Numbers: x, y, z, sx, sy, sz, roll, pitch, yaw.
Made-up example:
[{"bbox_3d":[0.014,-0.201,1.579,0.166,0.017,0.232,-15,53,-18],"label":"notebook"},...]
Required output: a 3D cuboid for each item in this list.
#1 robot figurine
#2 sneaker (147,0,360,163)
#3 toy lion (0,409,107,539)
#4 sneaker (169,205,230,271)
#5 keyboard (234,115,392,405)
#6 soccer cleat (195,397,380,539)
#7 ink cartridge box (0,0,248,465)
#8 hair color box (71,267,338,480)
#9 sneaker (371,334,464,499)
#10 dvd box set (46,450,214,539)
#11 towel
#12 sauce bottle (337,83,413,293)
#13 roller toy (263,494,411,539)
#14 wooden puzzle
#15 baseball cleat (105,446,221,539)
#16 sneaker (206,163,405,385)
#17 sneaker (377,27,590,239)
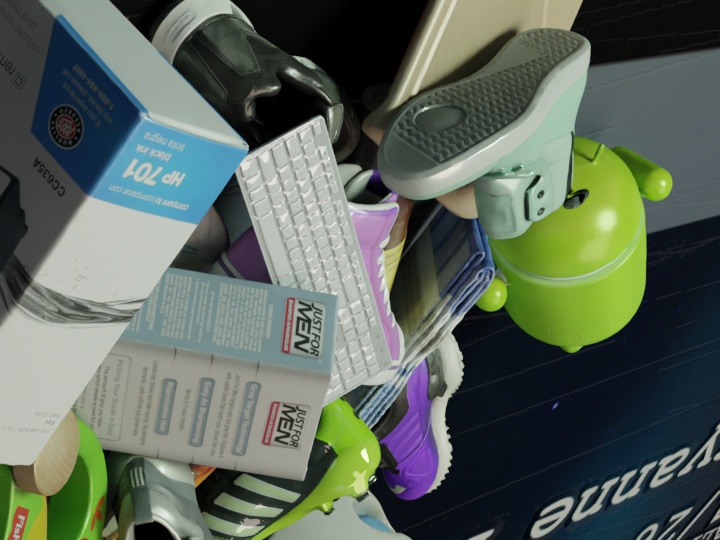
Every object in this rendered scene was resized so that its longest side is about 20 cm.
[{"bbox_3d":[0.154,-0.020,1.366,0.175,0.116,0.200,-32,150,-7],"label":"robot figurine"},{"bbox_3d":[-0.042,-0.086,1.043,0.067,0.091,0.200,-47,152,6],"label":"sneaker"},{"bbox_3d":[-0.179,0.180,0.999,0.192,0.068,0.202,44,57,-68],"label":"toy lion"},{"bbox_3d":[-0.123,-0.047,1.009,0.080,0.070,0.201,-33,150,-16],"label":"sneaker"},{"bbox_3d":[-0.024,0.000,1.038,0.056,0.011,0.201,-34,136,-18],"label":"keyboard"},{"bbox_3d":[-0.081,0.147,1.214,0.199,0.081,0.068,-30,-173,9],"label":"soccer cleat"},{"bbox_3d":[-0.170,-0.029,0.884,0.201,0.146,0.086,-53,149,14],"label":"ink cartridge box"},{"bbox_3d":[-0.118,0.051,1.027,0.198,0.061,0.099,10,137,-5],"label":"hair color box"},{"bbox_3d":[0.016,0.117,1.423,0.099,0.070,0.201,-23,143,-22],"label":"sneaker"},{"bbox_3d":[-0.196,0.167,1.170,0.146,0.030,0.200,1,142,-48],"label":"dvd box set"},{"bbox_3d":[0.025,0.042,1.277,0.201,0.024,0.147,-53,-165,17],"label":"towel"},{"bbox_3d":[-0.001,-0.030,1.203,0.066,0.066,0.201,-21,138,-38],"label":"sauce bottle"},{"bbox_3d":[-0.051,0.245,1.414,0.199,0.140,0.183,-22,144,-36],"label":"roller toy"},{"bbox_3d":[0.079,-0.147,1.148,0.201,0.037,0.185,-62,152,-4],"label":"wooden puzzle"},{"bbox_3d":[-0.113,0.188,1.105,0.069,0.107,0.201,-14,136,5],"label":"baseball cleat"},{"bbox_3d":[0.000,0.000,1.119,0.114,0.073,0.200,-50,153,5],"label":"sneaker"},{"bbox_3d":[0.079,-0.056,1.098,0.200,0.073,0.119,-37,135,-46],"label":"sneaker"}]
